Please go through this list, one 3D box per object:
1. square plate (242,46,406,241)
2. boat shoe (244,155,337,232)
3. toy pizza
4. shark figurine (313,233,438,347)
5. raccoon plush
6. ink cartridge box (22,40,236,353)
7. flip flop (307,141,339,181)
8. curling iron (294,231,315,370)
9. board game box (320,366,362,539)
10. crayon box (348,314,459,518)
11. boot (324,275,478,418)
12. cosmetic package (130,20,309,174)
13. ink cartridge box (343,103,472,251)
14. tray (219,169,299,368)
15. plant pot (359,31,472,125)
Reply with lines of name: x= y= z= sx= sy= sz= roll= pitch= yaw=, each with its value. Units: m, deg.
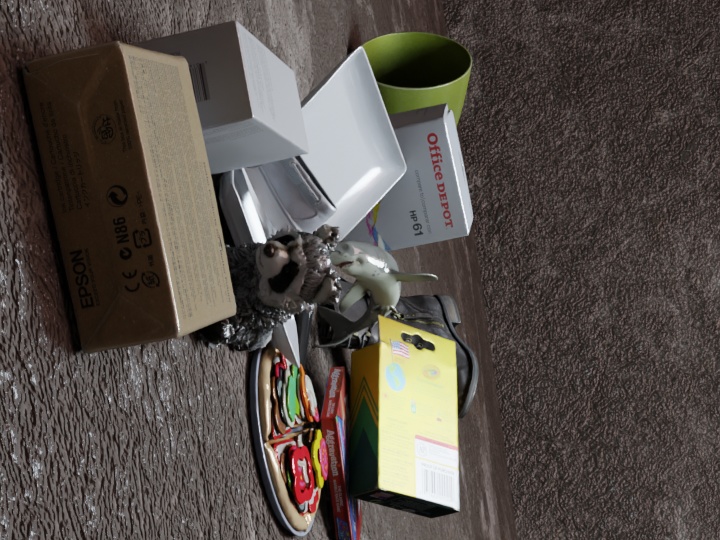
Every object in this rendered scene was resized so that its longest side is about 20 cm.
square plate: x=-0.043 y=-0.109 z=1.569 sx=0.200 sy=0.028 sz=0.198 roll=-47 pitch=142 yaw=-20
boat shoe: x=-0.086 y=-0.126 z=1.420 sx=0.200 sy=0.068 sz=0.072 roll=64 pitch=11 yaw=20
toy pizza: x=-0.064 y=0.159 z=1.449 sx=0.200 sy=0.032 sz=0.201 roll=-10 pitch=90 yaw=-78
shark figurine: x=0.012 y=0.008 z=1.644 sx=0.215 sy=0.128 sz=0.090 roll=100 pitch=-15 yaw=-60
raccoon plush: x=-0.067 y=0.012 z=1.300 sx=0.200 sy=0.134 sz=0.097 roll=23 pitch=57 yaw=-78
ink cartridge box: x=-0.157 y=-0.052 z=1.041 sx=0.165 sy=0.075 sz=0.200 roll=-21 pitch=99 yaw=-81
flip flop: x=-0.078 y=-0.118 z=1.595 sx=0.081 sy=0.058 sz=0.200 roll=-57 pitch=145 yaw=-5
curling iron: x=-0.063 y=0.015 z=1.541 sx=0.050 sy=0.026 sz=0.201 roll=-3 pitch=99 yaw=-58
board game box: x=-0.019 y=0.217 z=1.606 sx=0.103 sy=0.019 sz=0.200 roll=-83 pitch=168 yaw=-62
crayon box: x=0.050 y=0.162 z=1.630 sx=0.127 sy=0.051 sz=0.200 roll=22 pitch=59 yaw=-37
boot: x=0.040 y=0.090 z=1.759 sx=0.200 sy=0.174 sz=0.069 roll=-106 pitch=-148 yaw=-44
cosmetic package: x=-0.120 y=-0.140 z=1.250 sx=0.200 sy=0.107 sz=0.085 roll=18 pitch=60 yaw=-80
ink cartridge box: x=0.021 y=-0.100 z=1.719 sx=0.085 sy=0.200 sz=0.145 roll=-71 pitch=149 yaw=-73
tray: x=-0.099 y=-0.010 z=1.418 sx=0.107 sy=0.022 sz=0.200 roll=-99 pitch=172 yaw=-66
plant pot: x=0.080 y=-0.249 z=2.356 sx=0.187 sy=0.187 sz=0.200 roll=-87 pitch=178 yaw=-53
